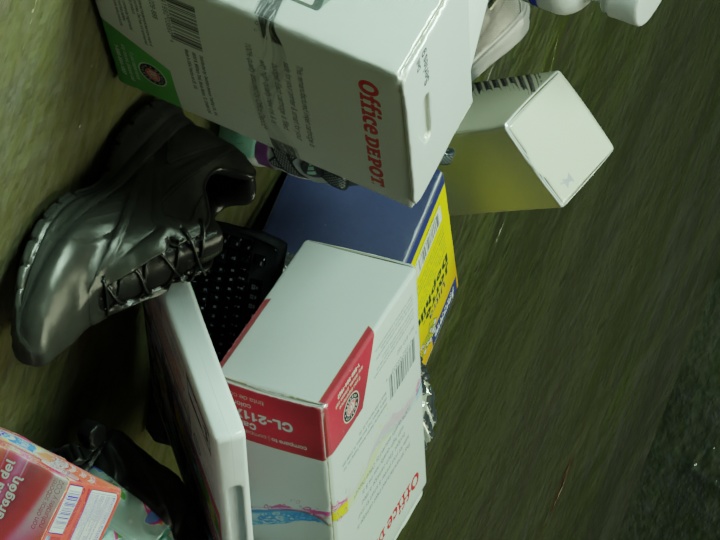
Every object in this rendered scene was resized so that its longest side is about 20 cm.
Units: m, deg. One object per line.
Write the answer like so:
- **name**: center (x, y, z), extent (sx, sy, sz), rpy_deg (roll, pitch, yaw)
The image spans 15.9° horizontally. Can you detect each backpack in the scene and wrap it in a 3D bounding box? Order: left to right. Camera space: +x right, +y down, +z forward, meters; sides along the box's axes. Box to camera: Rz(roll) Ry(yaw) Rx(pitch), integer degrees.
- **backpack**: center (-0.186, 0.214, 1.619), extent (0.200, 0.126, 0.167), rpy_deg (-53, 166, -22)

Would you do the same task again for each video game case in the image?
- **video game case**: center (-0.103, 0.088, 1.619), extent (0.023, 0.200, 0.183), rpy_deg (-14, 139, -11)

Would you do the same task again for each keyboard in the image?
- **keyboard**: center (-0.088, 0.058, 1.739), extent (0.040, 0.104, 0.200), rpy_deg (-80, 180, -51)

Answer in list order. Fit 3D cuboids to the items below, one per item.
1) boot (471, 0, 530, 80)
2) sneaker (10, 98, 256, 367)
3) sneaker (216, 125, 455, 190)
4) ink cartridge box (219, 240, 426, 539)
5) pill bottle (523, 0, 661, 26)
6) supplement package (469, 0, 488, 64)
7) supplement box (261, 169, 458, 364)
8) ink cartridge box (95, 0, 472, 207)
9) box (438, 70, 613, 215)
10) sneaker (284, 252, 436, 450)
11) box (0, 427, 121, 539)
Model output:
- **boot**: center (0.039, -0.168, 1.916), extent (0.200, 0.073, 0.096), rpy_deg (-46, 130, -22)
- **sneaker**: center (-0.133, -0.017, 1.519), extent (0.200, 0.091, 0.076), rpy_deg (-55, 163, -30)
- **sneaker**: center (0.008, -0.112, 1.732), extent (0.200, 0.140, 0.078), rpy_deg (-50, 158, -42)
- **ink cartridge box**: center (-0.023, 0.107, 1.688), extent (0.146, 0.083, 0.200), rpy_deg (-56, 153, -44)
- **pill bottle**: center (0.120, -0.245, 1.790), extent (0.112, 0.200, 0.112), rpy_deg (-56, 162, -30)
- **supplement package**: center (-0.009, -0.179, 1.555), extent (0.111, 0.155, 0.200), rpy_deg (-45, 154, -52)
- **supplement box**: center (0.000, 0.000, 1.911), extent (0.200, 0.109, 0.110), rpy_deg (77, 34, -65)
- **ink cartridge box**: center (-0.042, -0.135, 1.434), extent (0.084, 0.200, 0.146), rpy_deg (-59, 163, -22)
- **box**: center (0.094, -0.093, 1.937), extent (0.068, 0.082, 0.200), rpy_deg (-46, -158, -24)
- **sneaker**: center (-0.027, 0.058, 1.809), extent (0.080, 0.200, 0.078), rpy_deg (-33, -157, 42)
- **box**: center (-0.233, 0.194, 1.499), extent (0.200, 0.094, 0.103), rpy_deg (-65, 164, -1)
